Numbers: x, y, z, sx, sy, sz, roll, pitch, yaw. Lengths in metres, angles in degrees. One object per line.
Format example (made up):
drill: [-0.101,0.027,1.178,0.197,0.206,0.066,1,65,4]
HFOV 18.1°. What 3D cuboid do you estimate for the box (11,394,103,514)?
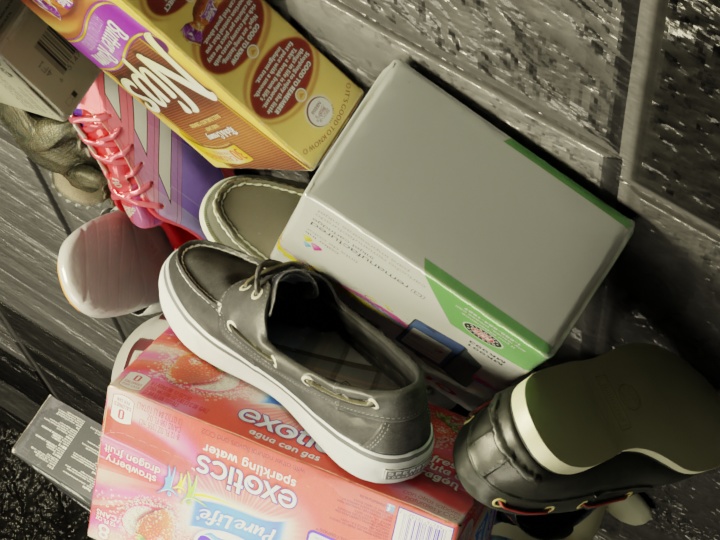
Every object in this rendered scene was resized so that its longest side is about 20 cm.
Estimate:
box: [-0.095,0.160,1.357,0.199,0.049,0.161,24,163,39]

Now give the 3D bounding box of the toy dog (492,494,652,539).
toy dog: [0.079,0.196,1.522,0.139,0.201,0.194,22,163,34]

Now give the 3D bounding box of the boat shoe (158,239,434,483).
boat shoe: [-0.034,0.029,1.153,0.200,0.070,0.067,42,141,39]

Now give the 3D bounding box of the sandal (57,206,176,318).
sandal: [-0.147,-0.009,1.438,0.059,0.080,0.206,-16,179,28]

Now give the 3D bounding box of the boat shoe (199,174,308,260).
boat shoe: [0.001,-0.003,1.308,0.200,0.073,0.060,28,167,-2]

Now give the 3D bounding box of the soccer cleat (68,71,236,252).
soccer cleat: [-0.134,-0.072,1.361,0.066,0.077,0.200,17,160,42]

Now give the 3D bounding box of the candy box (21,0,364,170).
candy box: [-0.105,-0.131,1.149,0.200,0.057,0.116,39,164,-25]

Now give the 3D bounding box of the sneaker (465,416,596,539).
sneaker: [0.093,0.131,1.362,0.075,0.085,0.200,29,141,-19]

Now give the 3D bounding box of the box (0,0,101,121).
box: [-0.222,-0.151,1.289,0.199,0.083,0.068,17,159,45]

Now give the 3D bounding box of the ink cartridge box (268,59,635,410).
ink cartridge box: [0.038,-0.011,1.165,0.145,0.088,0.200,34,168,-2]

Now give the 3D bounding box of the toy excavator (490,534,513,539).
toy excavator: [0.016,0.199,1.286,0.099,0.195,0.201,1,133,45]

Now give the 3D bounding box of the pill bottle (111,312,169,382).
pill bottle: [-0.079,0.075,1.370,0.114,0.115,0.200,38,167,-18]

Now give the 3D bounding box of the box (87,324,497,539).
box: [-0.032,0.114,1.186,0.198,0.095,0.103,20,120,14]

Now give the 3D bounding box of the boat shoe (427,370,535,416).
boat shoe: [0.052,0.062,1.411,0.200,0.067,0.073,38,165,-16]

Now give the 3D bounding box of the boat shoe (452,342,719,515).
boat shoe: [0.124,0.084,1.176,0.200,0.063,0.074,-2,-117,-50]

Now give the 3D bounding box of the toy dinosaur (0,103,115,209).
toy dinosaur: [-0.191,-0.093,1.423,0.102,0.077,0.200,7,155,41]
